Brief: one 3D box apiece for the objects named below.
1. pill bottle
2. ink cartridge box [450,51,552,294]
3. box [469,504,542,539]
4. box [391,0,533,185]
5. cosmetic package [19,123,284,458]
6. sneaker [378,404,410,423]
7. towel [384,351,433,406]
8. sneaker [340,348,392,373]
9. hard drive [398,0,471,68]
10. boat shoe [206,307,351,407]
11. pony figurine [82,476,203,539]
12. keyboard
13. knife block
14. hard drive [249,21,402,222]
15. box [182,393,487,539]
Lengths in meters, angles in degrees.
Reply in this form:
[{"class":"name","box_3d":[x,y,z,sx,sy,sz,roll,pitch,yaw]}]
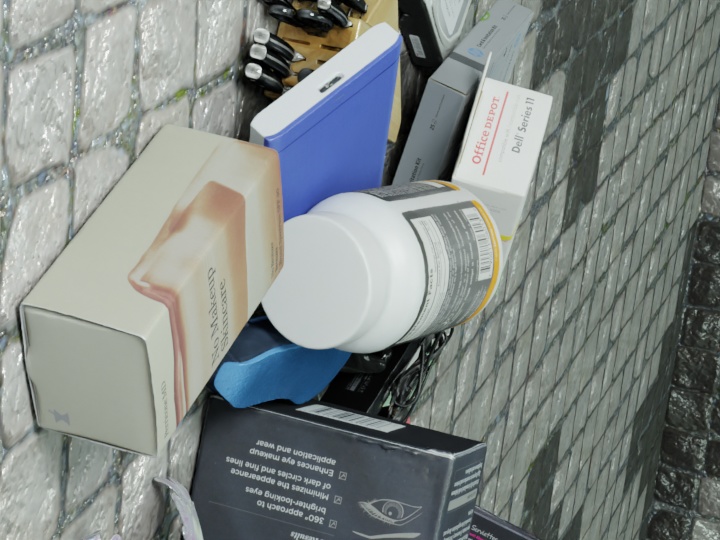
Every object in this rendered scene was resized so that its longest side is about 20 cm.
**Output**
[{"class":"pill bottle","box_3d":[0.015,-0.003,1.484,0.200,0.116,0.117,-13,115,-59]},{"class":"ink cartridge box","box_3d":[0.116,-0.083,1.767,0.201,0.067,0.118,100,7,-57]},{"class":"box","box_3d":[0.058,0.248,1.793,0.115,0.199,0.132,-63,162,-2]},{"class":"box","box_3d":[0.090,-0.144,1.850,0.200,0.041,0.157,-51,164,-53]},{"class":"cosmetic package","box_3d":[-0.125,0.009,1.266,0.200,0.087,0.104,-59,156,-45]},{"class":"sneaker","box_3d":[-0.005,0.209,1.723,0.201,0.087,0.074,-58,-160,-11]},{"class":"towel","box_3d":[0.024,0.069,1.832,0.153,0.023,0.201,-50,151,-32]},{"class":"sneaker","box_3d":[0.000,0.000,1.646,0.067,0.090,0.202,-50,148,-57]},{"class":"hard drive","box_3d":[0.080,-0.296,1.779,0.140,0.038,0.201,65,40,-64]},{"class":"boat shoe","box_3d":[-0.064,0.052,1.500,0.084,0.068,0.200,-58,160,8]},{"class":"pony figurine","box_3d":[-0.107,0.252,1.386,0.166,0.199,0.195,-25,111,-60]},{"class":"keyboard","box_3d":[0.020,0.098,1.699,0.040,0.104,0.201,42,71,-30]},{"class":"knife block","box_3d":[-0.030,-0.140,1.499,0.176,0.063,0.201,-59,155,-44]},{"class":"hard drive","box_3d":[-0.030,-0.076,1.463,0.132,0.025,0.201,-40,159,-25]},{"class":"box","box_3d":[-0.026,0.208,1.536,0.117,0.195,0.202,0,103,-73]}]
